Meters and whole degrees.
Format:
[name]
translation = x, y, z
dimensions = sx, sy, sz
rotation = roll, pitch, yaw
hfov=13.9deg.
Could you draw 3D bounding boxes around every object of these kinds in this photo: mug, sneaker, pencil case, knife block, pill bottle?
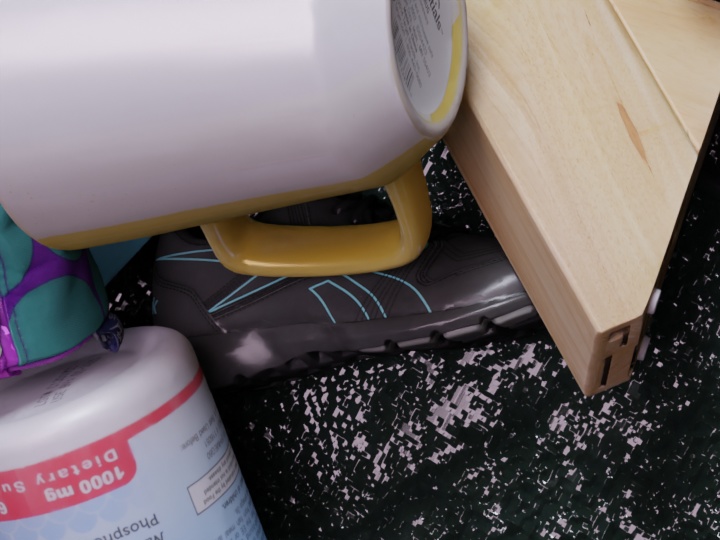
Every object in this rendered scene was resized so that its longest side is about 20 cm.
[mug]
translation = -0.038, -0.083, 1.092
dimensions = 0.152, 0.186, 0.150
rotation = -3, 82, 23
[sneaker]
translation = 0.000, 0.000, 1.192
dimensions = 0.199, 0.075, 0.080
rotation = -10, 83, 21
[pencil case]
translation = -0.152, -0.055, 1.124
dimensions = 0.085, 0.093, 0.201
rotation = -11, 115, 1
[knife block]
translation = 0.052, -0.072, 1.139
dimensions = 0.175, 0.064, 0.201
rotation = 17, 67, 8
[pill bottle]
translation = -0.086, 0.132, 1.183
dimensions = 0.108, 0.109, 0.201
rotation = -15, 105, 21

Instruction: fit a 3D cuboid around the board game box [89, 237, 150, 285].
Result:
[board game box]
translation = -0.125, -0.082, 1.199
dimensions = 0.151, 0.047, 0.200
rotation = 39, 99, -28
